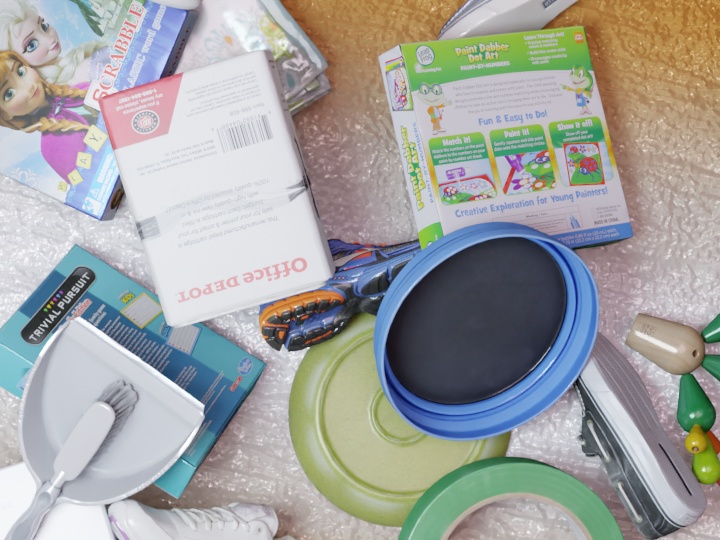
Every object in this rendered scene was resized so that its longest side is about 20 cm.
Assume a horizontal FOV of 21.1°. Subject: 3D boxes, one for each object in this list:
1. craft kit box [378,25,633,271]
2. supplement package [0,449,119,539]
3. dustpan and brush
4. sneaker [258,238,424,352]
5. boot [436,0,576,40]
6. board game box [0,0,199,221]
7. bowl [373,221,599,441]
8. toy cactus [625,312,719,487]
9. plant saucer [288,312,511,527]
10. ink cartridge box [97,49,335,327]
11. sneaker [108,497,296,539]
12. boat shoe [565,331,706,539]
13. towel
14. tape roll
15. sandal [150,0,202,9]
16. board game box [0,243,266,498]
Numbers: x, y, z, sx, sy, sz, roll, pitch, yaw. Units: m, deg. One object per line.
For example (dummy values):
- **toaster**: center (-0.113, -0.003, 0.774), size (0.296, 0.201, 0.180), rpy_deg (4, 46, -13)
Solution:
- **craft kit box**: center (0.128, -0.107, 1.683), size (0.200, 0.048, 0.198), rpy_deg (-9, 86, -30)
- **supplement package**: center (-0.299, 0.249, 1.636), size (0.200, 0.111, 0.156), rpy_deg (-17, 85, -3)
- **dustpan and brush**: center (-0.233, 0.156, 1.561), size (0.139, 0.057, 0.200), rpy_deg (35, 113, 0)
- **sneaker**: center (0.000, 0.000, 1.690), size (0.200, 0.075, 0.079), rpy_deg (-16, 51, -8)
- **boot**: center (0.139, -0.265, 1.737), size (0.200, 0.073, 0.090), rpy_deg (-32, 64, -1)
- **board game box**: center (-0.270, -0.173, 1.684), size (0.199, 0.041, 0.200), rpy_deg (24, 97, 7)
- **bowl**: center (0.104, 0.049, 1.627), size (0.200, 0.039, 0.201), rpy_deg (-11, 123, -17)
- **toy cactus**: center (0.312, 0.087, 1.695), size (0.165, 0.102, 0.200), rpy_deg (24, 92, 10)
- **plant saucer**: center (0.036, 0.125, 1.703), size (0.200, 0.031, 0.200), rpy_deg (0, 84, -2)
- **ink cartridge box**: center (-0.116, -0.069, 1.615), size (0.144, 0.084, 0.200), rpy_deg (-16, 94, 5)
- **sneaker**: center (-0.131, 0.222, 1.626), size (0.200, 0.075, 0.100), rpy_deg (37, 88, -43)
- **boat shoe**: center (0.221, 0.143, 1.686), size (0.071, 0.072, 0.200), rpy_deg (-39, 66, 29)
- **towel**: center (-0.145, -0.195, 1.720), size (0.171, 0.048, 0.200), rpy_deg (-37, 86, -6)
- **tape roll**: center (0.129, 0.262, 1.669), size (0.200, 0.048, 0.201), rpy_deg (0, 92, -8)
- **sandal**: center (-0.203, -0.285, 1.667), size (0.203, 0.082, 0.050), rpy_deg (42, 121, 39)
- **board game box**: center (-0.200, 0.083, 1.646), size (0.200, 0.047, 0.151), rpy_deg (32, 39, 2)
